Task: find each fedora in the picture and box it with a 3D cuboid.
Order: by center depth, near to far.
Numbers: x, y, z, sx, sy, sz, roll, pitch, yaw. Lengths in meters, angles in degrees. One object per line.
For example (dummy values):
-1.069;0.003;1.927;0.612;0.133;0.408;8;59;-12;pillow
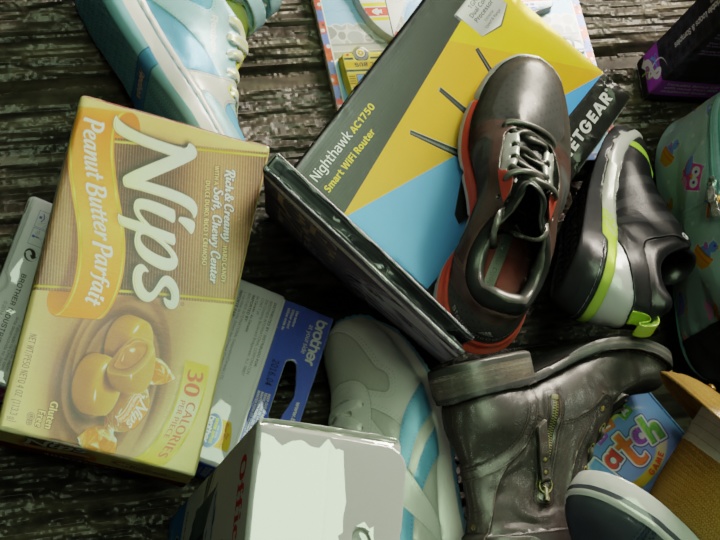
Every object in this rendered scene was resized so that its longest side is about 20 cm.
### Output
0.228;0.146;1.170;0.200;0.201;0.082;43;89;2;fedora

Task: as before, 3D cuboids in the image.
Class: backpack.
0.290;-0.036;1.302;0.174;0.153;0.202;0;63;-23;backpack

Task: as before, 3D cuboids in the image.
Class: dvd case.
0.000;0.000;1.168;0.149;0.200;0.016;43;84;2;dvd case

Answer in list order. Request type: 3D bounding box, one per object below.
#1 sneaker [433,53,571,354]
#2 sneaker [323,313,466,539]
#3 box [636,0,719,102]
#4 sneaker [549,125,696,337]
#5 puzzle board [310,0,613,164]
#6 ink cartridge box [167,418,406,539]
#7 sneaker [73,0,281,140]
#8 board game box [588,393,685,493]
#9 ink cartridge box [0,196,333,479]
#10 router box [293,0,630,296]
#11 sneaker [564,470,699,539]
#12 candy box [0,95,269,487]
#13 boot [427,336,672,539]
0.101;-0.049;1.210;0.076;0.082;0.202;16;67;-14;sneaker
0.008;0.122;1.181;0.080;0.076;0.202;-4;70;-30;sneaker
0.292;-0.167;1.330;0.142;0.200;0.036;0;68;-18;box
0.174;-0.017;1.273;0.082;0.072;0.201;23;37;-1;sneaker
0.072;-0.138;1.348;0.198;0.017;0.152;-5;71;-21;puzzle board
-0.050;0.181;1.069;0.085;0.200;0.148;12;65;-14;ink cartridge box
-0.086;-0.140;1.260;0.130;0.080;0.201;-26;79;-25;sneaker
0.184;0.188;1.239;0.151;0.037;0.200;-38;85;-28;board game box
-0.127;0.048;1.190;0.198;0.042;0.120;21;65;-6;ink cartridge box
0.061;-0.082;1.281;0.149;0.051;0.201;39;69;-6;router box
0.171;0.206;1.134;0.200;0.078;0.080;52;61;-21;sneaker
-0.131;0.012;1.141;0.114;0.055;0.202;15;73;-10;candy box
0.121;0.135;1.188;0.199;0.069;0.176;-6;82;-35;boot
